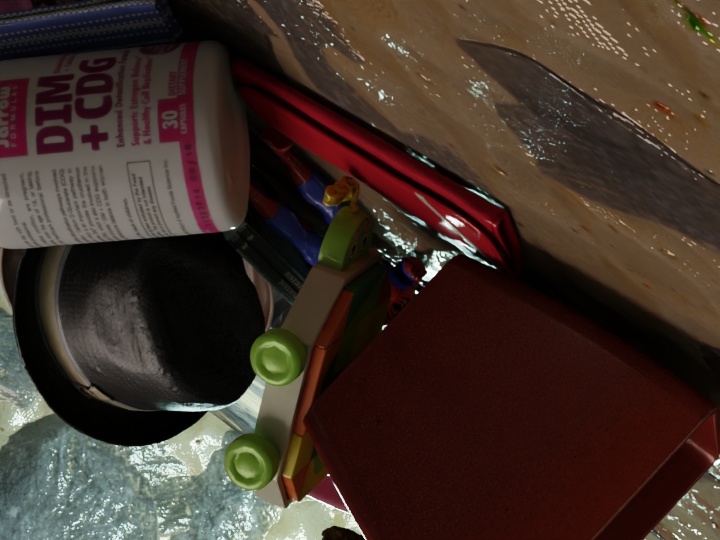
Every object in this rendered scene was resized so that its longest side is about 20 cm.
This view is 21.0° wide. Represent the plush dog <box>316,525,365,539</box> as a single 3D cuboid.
[{"bbox_3d":[0.019,0.254,1.199,0.172,0.159,0.202,-77,-19,-70],"label":"plush dog"}]

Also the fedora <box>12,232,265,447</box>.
[{"bbox_3d":[-0.124,0.026,1.251,0.091,0.202,0.201,12,155,45],"label":"fedora"}]

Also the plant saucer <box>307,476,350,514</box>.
[{"bbox_3d":[0.031,0.157,1.448,0.199,0.051,0.201,17,166,4],"label":"plant saucer"}]

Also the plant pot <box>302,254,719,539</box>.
[{"bbox_3d":[0.081,0.109,1.148,0.176,0.200,0.200,43,178,17],"label":"plant pot"}]

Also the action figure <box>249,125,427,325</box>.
[{"bbox_3d":[0.000,0.000,1.276,0.200,0.065,0.099,46,180,-38],"label":"action figure"}]

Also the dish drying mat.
[{"bbox_3d":[0.008,-0.060,1.138,0.199,0.018,0.077,32,169,25],"label":"dish drying mat"}]

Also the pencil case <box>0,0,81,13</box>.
[{"bbox_3d":[-0.193,-0.131,1.317,0.082,0.087,0.200,1,158,15],"label":"pencil case"}]

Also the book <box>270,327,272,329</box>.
[{"bbox_3d":[-0.140,-0.017,1.488,0.200,0.048,0.134,51,-161,-10],"label":"book"}]

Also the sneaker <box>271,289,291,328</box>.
[{"bbox_3d":[-0.095,-0.020,1.462,0.200,0.074,0.082,43,-165,-45],"label":"sneaker"}]

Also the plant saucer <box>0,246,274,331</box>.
[{"bbox_3d":[-0.157,0.003,1.384,0.198,0.035,0.202,5,130,6],"label":"plant saucer"}]

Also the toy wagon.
[{"bbox_3d":[-0.022,0.043,1.174,0.039,0.202,0.155,21,-159,14],"label":"toy wagon"}]

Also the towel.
[{"bbox_3d":[-0.163,-0.117,1.227,0.143,0.024,0.200,-8,155,10],"label":"towel"}]

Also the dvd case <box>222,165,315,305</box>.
[{"bbox_3d":[-0.050,-0.014,1.361,0.200,0.022,0.146,47,-170,-42],"label":"dvd case"}]

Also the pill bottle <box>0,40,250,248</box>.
[{"bbox_3d":[-0.172,-0.072,1.159,0.198,0.114,0.113,-5,160,7],"label":"pill bottle"}]
